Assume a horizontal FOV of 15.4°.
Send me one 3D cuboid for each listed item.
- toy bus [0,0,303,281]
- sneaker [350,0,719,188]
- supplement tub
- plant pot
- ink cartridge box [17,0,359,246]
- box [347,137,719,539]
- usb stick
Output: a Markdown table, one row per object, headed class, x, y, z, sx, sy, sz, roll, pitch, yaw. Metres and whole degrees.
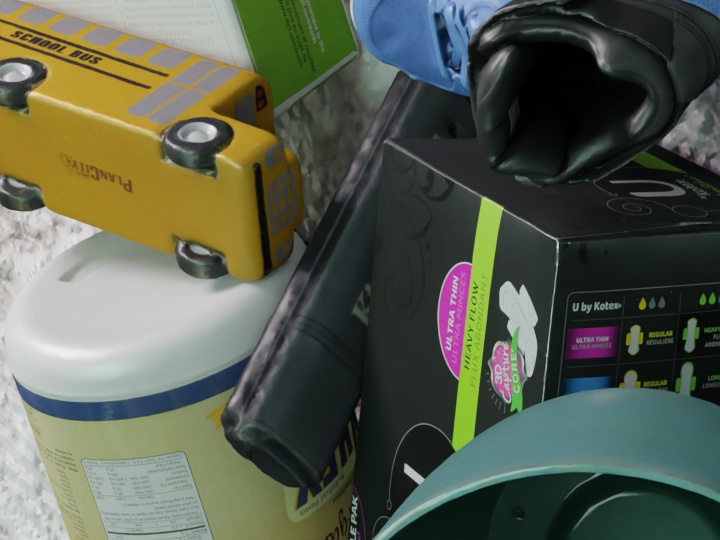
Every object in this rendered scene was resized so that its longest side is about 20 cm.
| class | x | y | z | sx | sy | sz | roll | pitch | yaw |
| --- | --- | --- | --- | --- | --- | --- | --- | --- | --- |
| toy bus | -0.106 | -0.061 | 1.184 | 0.199 | 0.078 | 0.065 | 19 | 129 | 32 |
| sneaker | 0.055 | -0.085 | 1.020 | 0.199 | 0.111 | 0.077 | 4 | 127 | 39 |
| supplement tub | -0.069 | 0.088 | 1.211 | 0.144 | 0.144 | 0.201 | 9 | 125 | 40 |
| plant pot | 0.092 | 0.132 | 0.917 | 0.199 | 0.161 | 0.202 | 4 | 107 | 12 |
| ink cartridge box | -0.074 | -0.085 | 1.255 | 0.147 | 0.076 | 0.201 | 3 | 122 | 41 |
| box | 0.085 | 0.058 | 1.081 | 0.148 | 0.123 | 0.202 | 33 | 123 | 58 |
| usb stick | 0.000 | 0.000 | 1.139 | 0.055 | 0.201 | 0.033 | 40 | 152 | -27 |
